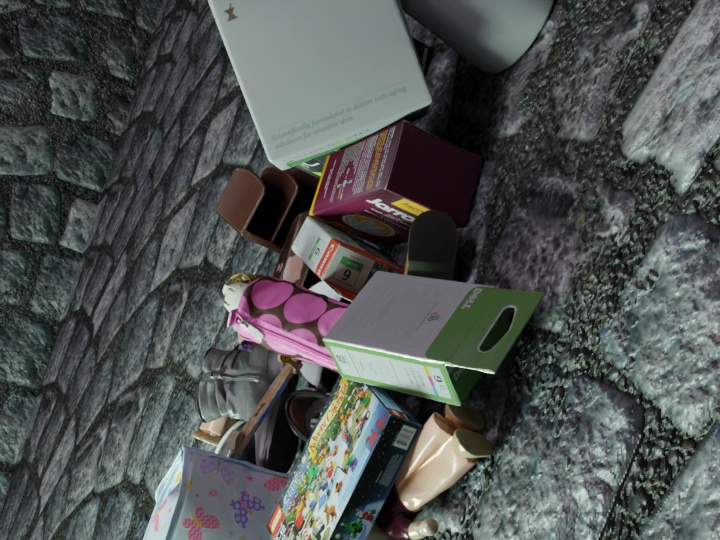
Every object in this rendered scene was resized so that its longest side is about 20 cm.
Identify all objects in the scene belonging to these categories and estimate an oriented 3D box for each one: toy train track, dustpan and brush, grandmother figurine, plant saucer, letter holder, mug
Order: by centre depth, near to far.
[{"bbox_3d":[0.044,0.209,1.016,0.200,0.060,0.121,-52,19,26],"label":"grandmother figurine"},{"bbox_3d":[0.112,-0.322,1.227,0.186,0.153,0.150,-22,50,59],"label":"mug"},{"bbox_3d":[-0.102,0.125,1.255,0.200,0.033,0.115,-57,23,-16],"label":"toy train track"},{"bbox_3d":[-0.059,0.068,1.381,0.200,0.057,0.140,20,96,60],"label":"dustpan and brush"},{"bbox_3d":[-0.099,0.001,1.474,0.200,0.034,0.201,-160,90,-81],"label":"plant saucer"},{"bbox_3d":[-0.183,0.156,1.534,0.121,0.060,0.200,5,70,55],"label":"grandmother figurine"},{"bbox_3d":[-0.135,-0.118,1.641,0.142,0.100,0.200,-63,23,4],"label":"letter holder"}]

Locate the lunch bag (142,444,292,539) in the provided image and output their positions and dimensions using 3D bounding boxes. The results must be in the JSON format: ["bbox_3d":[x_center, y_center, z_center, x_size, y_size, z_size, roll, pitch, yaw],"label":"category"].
[{"bbox_3d":[-0.159,0.317,1.210,0.127,0.169,0.201,-2,71,68],"label":"lunch bag"}]

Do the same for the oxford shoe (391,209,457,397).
[{"bbox_3d":[0.068,0.041,1.131,0.071,0.071,0.201,82,-158,-76],"label":"oxford shoe"}]

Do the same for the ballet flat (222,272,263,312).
[{"bbox_3d":[-0.157,0.040,1.420,0.200,0.063,0.069,-140,69,-81],"label":"ballet flat"}]

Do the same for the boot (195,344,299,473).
[{"bbox_3d":[-0.149,0.182,1.355,0.131,0.070,0.200,-13,47,17],"label":"boot"}]

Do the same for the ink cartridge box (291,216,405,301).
[{"bbox_3d":[0.000,0.000,1.231,0.050,0.109,0.200,-63,24,6],"label":"ink cartridge box"}]

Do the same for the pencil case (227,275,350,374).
[{"bbox_3d":[-0.049,0.072,1.183,0.200,0.094,0.091,16,101,33],"label":"pencil case"}]

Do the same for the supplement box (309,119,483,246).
[{"bbox_3d":[0.037,-0.096,1.237,0.200,0.110,0.086,-13,58,62],"label":"supplement box"}]

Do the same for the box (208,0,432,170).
[{"bbox_3d":[-0.041,-0.242,1.209,0.171,0.199,0.200,-58,-52,-88],"label":"box"}]

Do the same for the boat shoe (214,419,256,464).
[{"bbox_3d":[-0.167,0.292,1.369,0.060,0.074,0.200,14,79,61],"label":"boat shoe"}]

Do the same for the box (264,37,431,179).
[{"bbox_3d":[-0.017,-0.229,1.424,0.124,0.148,0.201,-13,58,61],"label":"box"}]

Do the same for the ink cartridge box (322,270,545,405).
[{"bbox_3d":[0.074,0.064,0.994,0.200,0.059,0.104,7,45,40],"label":"ink cartridge box"}]

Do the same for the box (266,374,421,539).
[{"bbox_3d":[-0.021,0.207,1.042,0.200,0.038,0.137,-64,24,7],"label":"box"}]

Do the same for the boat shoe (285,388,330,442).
[{"bbox_3d":[-0.029,0.174,1.177,0.074,0.060,0.200,-67,23,1],"label":"boat shoe"}]
